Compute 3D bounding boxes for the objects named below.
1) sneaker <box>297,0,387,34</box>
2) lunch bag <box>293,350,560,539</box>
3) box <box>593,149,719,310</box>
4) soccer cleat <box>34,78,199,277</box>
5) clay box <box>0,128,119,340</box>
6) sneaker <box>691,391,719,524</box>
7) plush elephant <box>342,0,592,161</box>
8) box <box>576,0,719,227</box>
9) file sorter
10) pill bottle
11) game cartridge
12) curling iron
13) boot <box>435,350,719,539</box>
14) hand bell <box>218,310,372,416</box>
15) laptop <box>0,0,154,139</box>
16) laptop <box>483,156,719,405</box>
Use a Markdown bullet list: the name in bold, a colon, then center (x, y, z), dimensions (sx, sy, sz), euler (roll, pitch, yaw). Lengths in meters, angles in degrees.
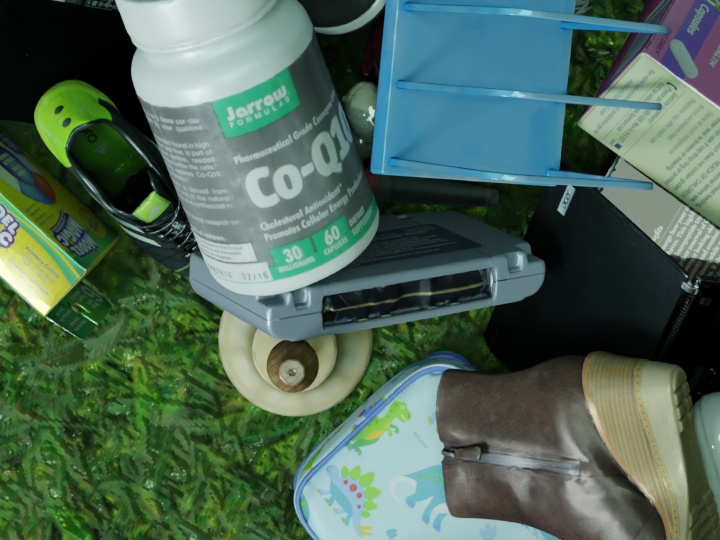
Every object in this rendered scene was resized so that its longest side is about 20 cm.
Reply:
- **sneaker**: center (-0.072, -0.208, 1.594), dimensions (0.200, 0.083, 0.072), euler (35, 97, 9)
- **lunch bag**: center (0.068, 0.164, 1.754), dimensions (0.161, 0.082, 0.200), euler (-44, 94, 4)
- **box**: center (0.240, -0.011, 1.748), dimensions (0.200, 0.075, 0.100), euler (32, 94, -5)
- **soccer cleat**: center (-0.133, -0.044, 1.706), dimensions (0.068, 0.081, 0.200), euler (-44, 123, 7)
- **clay box**: center (-0.231, -0.045, 1.713), dimensions (0.200, 0.115, 0.048), euler (42, 102, -4)
- **sneaker**: center (0.216, 0.162, 1.725), dimensions (0.084, 0.073, 0.200), euler (-7, 131, 7)
- **plush elephant**: center (0.028, -0.181, 1.689), dimensions (0.200, 0.165, 0.155), euler (-33, 91, -4)
- **box**: center (0.270, -0.116, 1.686), dimensions (0.200, 0.097, 0.176), euler (36, 57, -4)
- **file sorter**: center (0.105, -0.149, 1.573), dimensions (0.138, 0.122, 0.201), euler (2, 94, -37)
- **pill bottle**: center (-0.069, -0.096, 1.580), dimensions (0.113, 0.113, 0.201), euler (-21, 119, 1)
- **game cartridge**: center (0.000, 0.000, 1.693), dimensions (0.199, 0.133, 0.041), euler (-9, 112, -27)
- **curling iron**: center (0.002, -0.049, 1.727), dimensions (0.199, 0.026, 0.050), euler (-4, 128, -29)
- **boot**: center (0.137, 0.151, 1.677), dimensions (0.166, 0.072, 0.201), euler (-5, 96, 28)
- **hand bell**: center (-0.041, 0.054, 1.684), dimensions (0.104, 0.200, 0.105), euler (0, 95, -2)
- **laptop**: center (-0.186, -0.205, 1.702), dimensions (0.187, 0.116, 0.200), euler (6, 124, -38)
- **laptop**: center (0.203, 0.033, 1.719), dimensions (0.199, 0.104, 0.178), euler (5, 136, -14)
